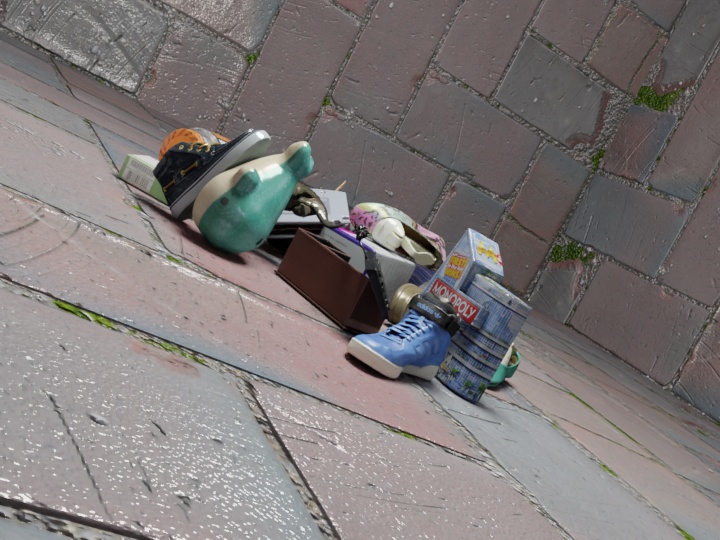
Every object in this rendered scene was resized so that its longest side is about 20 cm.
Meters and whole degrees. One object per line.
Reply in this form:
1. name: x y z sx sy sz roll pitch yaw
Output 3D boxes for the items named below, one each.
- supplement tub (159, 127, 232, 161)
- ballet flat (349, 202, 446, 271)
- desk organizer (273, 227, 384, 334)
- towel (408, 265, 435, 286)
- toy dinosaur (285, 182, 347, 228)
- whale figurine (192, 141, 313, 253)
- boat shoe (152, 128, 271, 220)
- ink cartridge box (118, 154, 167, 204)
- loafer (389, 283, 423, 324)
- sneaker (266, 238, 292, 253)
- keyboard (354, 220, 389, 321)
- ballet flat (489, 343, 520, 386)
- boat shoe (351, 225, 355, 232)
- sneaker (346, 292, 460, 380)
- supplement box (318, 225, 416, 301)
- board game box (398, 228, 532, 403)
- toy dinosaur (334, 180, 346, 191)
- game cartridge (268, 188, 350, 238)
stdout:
1. supplement tub: -0.284 -0.197 1.733 0.122 0.124 0.199 31 7 26
2. ballet flat: 0.072 -0.052 1.534 0.199 0.069 0.071 26 26 -31
3. desk organizer: -0.037 0.016 1.330 0.071 0.078 0.200 22 9 -41
4. towel: 0.071 -0.007 1.823 0.144 0.024 0.200 28 -25 -12
5. toy dinosaur: -0.107 -0.114 1.440 0.197 0.078 0.102 7 10 16
6. whale figurine: -0.142 -0.102 1.320 0.104 0.199 0.159 54 -8 13
7. boat shoe: -0.225 -0.165 1.340 0.091 0.199 0.071 58 23 9
8. ink cartridge box: -0.308 -0.142 1.549 0.144 0.048 0.200 28 9 3
9. loafer: 0.112 0.075 1.521 0.067 0.077 0.199 25 3 33
10. sneaker: -0.078 -0.041 1.639 0.198 0.075 0.079 27 1 -9
11. keyboard: 0.018 -0.006 1.266 0.200 0.020 0.128 -96 165 -82
12. ballet flat: 0.218 0.142 1.478 0.067 0.071 0.200 31 7 18
13. boat shoe: -0.003 -0.075 1.840 0.067 0.073 0.199 -8 -13 -40
14. sneaker: 0.062 0.074 1.151 0.076 0.112 0.199 32 8 33
15. supplement box: 0.000 0.000 1.508 0.101 0.104 0.200 30 8 24
16. board game box: 0.149 0.052 1.293 0.061 0.202 0.200 25 6 -27
17. toy dinosaur: -0.052 -0.082 1.715 0.106 0.060 0.202 14 52 -51
18. game cartridge: -0.119 -0.100 1.570 0.197 0.041 0.134 0 34 -4
